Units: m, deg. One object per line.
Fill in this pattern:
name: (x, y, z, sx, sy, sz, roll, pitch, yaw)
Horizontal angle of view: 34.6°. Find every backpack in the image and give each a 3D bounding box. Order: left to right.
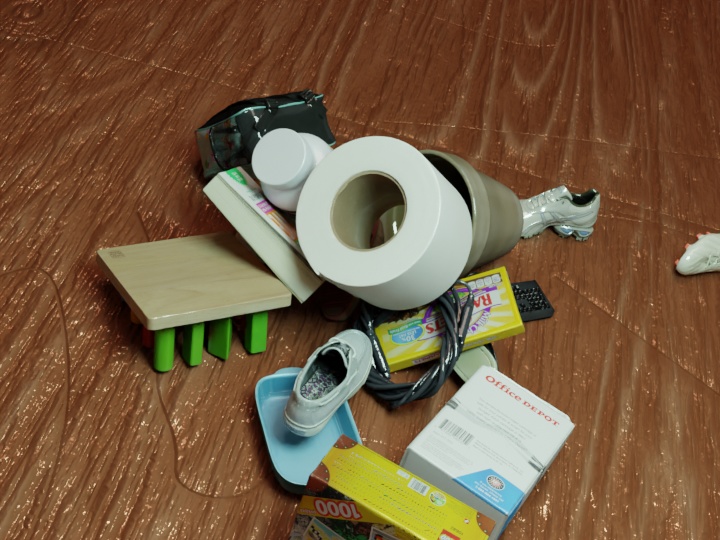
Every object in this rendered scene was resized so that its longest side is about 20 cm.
backpack: (-0.153, -0.190, 1.769, 0.176, 0.154, 0.200, -22, 17, -36)

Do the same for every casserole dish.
casserole dish: (-0.066, 0.206, 1.441, 0.121, 0.039, 0.200, -1, 42, -21)

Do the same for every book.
book: (-0.121, -0.055, 1.584, 0.200, 0.048, 0.134, 46, 13, -2)

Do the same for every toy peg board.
toy peg board: (-0.227, 0.044, 1.546, 0.200, 0.098, 0.199, -9, 31, -30)

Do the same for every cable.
cable: (0.062, 0.090, 1.551, 0.163, 0.051, 0.200, 7, 63, 22)

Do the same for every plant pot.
plant pot: (0.150, -0.078, 1.759, 0.173, 0.200, 0.200, -1, 40, -46)

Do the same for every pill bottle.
pill bottle: (-0.073, -0.126, 1.621, 0.112, 0.112, 0.200, 42, 4, 27)

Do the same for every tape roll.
tape roll: (0.033, -0.059, 1.522, 0.203, 0.203, 0.139, 42, 5, 26)

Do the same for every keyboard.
keyboard: (0.194, 0.036, 1.738, 0.200, 0.040, 0.104, -7, 46, -29)

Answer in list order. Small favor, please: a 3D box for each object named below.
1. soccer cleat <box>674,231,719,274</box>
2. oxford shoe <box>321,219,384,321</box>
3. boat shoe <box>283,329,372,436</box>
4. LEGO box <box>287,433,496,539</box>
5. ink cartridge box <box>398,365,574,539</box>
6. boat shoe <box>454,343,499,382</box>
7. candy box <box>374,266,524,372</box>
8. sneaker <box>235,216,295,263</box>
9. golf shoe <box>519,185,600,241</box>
soccer cleat: (0.608, -0.027, 1.949, 0.200, 0.069, 0.078, -18, 54, -40)
oxford shoe: (0.000, 0.000, 1.684, 0.070, 0.075, 0.200, -2, 51, 31)
boat shoe: (-0.032, 0.126, 1.461, 0.070, 0.072, 0.201, 27, 39, 9)
LEGO box: (0.030, 0.297, 1.283, 0.200, 0.149, 0.077, 28, 40, 13)
ink cartridge box: (0.157, 0.232, 1.458, 0.146, 0.086, 0.200, 33, 40, 17)
boat shoe: (0.138, 0.091, 1.635, 0.199, 0.075, 0.066, 50, 7, 35)
candy box: (0.118, 0.068, 1.594, 0.200, 0.026, 0.102, -18, 56, 6)
sneaker: (-0.119, -0.083, 1.719, 0.075, 0.089, 0.200, 26, 40, 12)
golf shoe: (0.301, -0.107, 1.901, 0.199, 0.097, 0.078, -1, 45, -20)
